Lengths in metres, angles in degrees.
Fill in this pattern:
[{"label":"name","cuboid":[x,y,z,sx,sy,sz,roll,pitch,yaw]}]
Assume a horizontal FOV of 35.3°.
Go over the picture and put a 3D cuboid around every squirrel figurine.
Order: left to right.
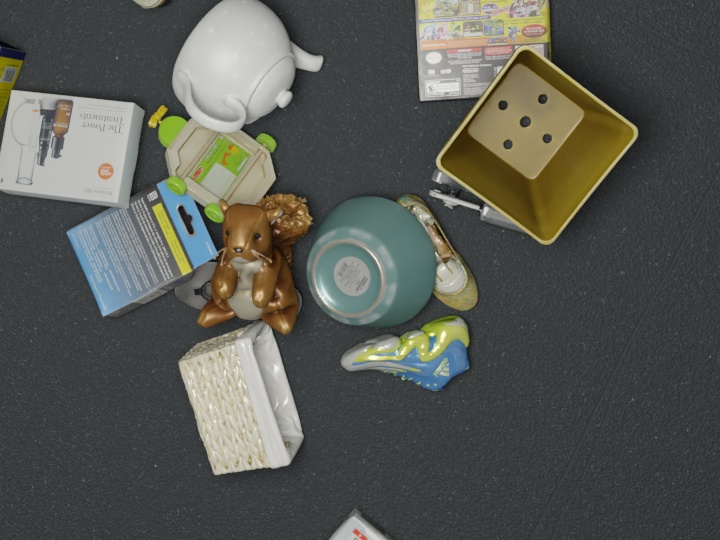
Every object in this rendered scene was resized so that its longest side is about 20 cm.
[{"label":"squirrel figurine","cuboid":[-0.151,-0.035,1.614,0.140,0.201,0.188,9,134,15]}]

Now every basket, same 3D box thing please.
[{"label":"basket","cuboid":[-0.177,0.192,1.688,0.122,0.136,0.202,-16,98,10]}]

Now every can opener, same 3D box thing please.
[{"label":"can opener","cuboid":[0.199,-0.102,1.678,0.198,0.053,0.067,16,98,0]}]

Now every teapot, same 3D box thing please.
[{"label":"teapot","cuboid":[-0.162,-0.278,1.601,0.146,0.197,0.200,38,88,9]}]

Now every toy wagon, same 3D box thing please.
[{"label":"toy wagon","cuboid":[-0.223,-0.168,1.665,0.199,0.040,0.156,35,64,-3]}]

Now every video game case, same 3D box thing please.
[{"label":"video game case","cuboid":[0.180,-0.345,1.666,0.198,0.026,0.182,-3,97,4]}]

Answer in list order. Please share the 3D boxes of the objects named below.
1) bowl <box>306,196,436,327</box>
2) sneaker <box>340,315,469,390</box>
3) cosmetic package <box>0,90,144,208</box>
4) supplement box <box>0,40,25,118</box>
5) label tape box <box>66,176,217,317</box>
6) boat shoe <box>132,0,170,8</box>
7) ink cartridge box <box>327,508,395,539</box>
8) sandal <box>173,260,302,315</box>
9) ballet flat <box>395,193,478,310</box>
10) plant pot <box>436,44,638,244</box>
[{"label":"bowl","cuboid":[0.000,0.000,1.644,0.199,0.105,0.203,6,106,23]},{"label":"sneaker","cuboid":[0.074,0.142,1.702,0.198,0.076,0.106,-17,96,4]},{"label":"cosmetic package","cuboid":[-0.431,-0.180,1.675,0.198,0.052,0.152,7,86,11]},{"label":"supplement box","cuboid":[-0.595,-0.256,1.674,0.108,0.110,0.201,24,98,0]},{"label":"label tape box","cuboid":[-0.318,-0.037,1.694,0.199,0.063,0.145,-26,81,6]},{"label":"boat shoe","cuboid":[-0.352,-0.455,1.665,0.200,0.062,0.075,43,102,13]},{"label":"ink cartridge box","cuboid":[-0.010,0.497,1.760,0.162,0.050,0.200,39,94,-2]},{"label":"sandal","cuboid":[-0.186,0.031,1.718,0.198,0.043,0.077,8,97,2]},{"label":"ballet flat","cuboid":[0.110,-0.023,1.685,0.070,0.071,0.201,-31,94,6]},{"label":"plant pot","cuboid":[0.239,-0.192,1.588,0.199,0.177,0.200,35,108,-9]}]
